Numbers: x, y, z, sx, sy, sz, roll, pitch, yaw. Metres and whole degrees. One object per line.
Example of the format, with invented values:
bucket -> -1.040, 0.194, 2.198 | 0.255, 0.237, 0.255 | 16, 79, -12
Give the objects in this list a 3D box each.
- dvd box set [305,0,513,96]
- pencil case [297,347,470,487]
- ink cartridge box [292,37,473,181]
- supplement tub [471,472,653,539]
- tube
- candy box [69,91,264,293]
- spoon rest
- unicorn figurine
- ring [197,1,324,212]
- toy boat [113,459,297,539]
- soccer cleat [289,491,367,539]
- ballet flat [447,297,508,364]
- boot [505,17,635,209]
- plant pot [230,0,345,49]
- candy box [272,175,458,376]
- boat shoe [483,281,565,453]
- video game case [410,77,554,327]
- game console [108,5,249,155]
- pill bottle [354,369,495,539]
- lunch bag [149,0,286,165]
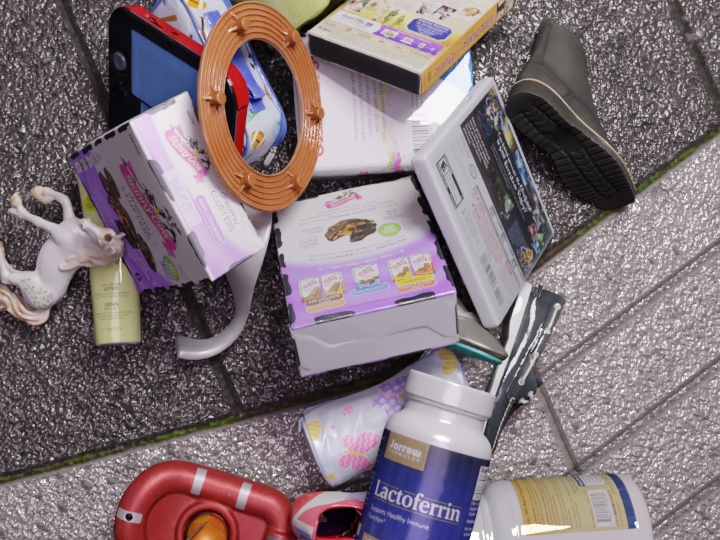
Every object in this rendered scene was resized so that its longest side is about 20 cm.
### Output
dvd box set -> 0.056, -0.268, 1.098 | 0.144, 0.030, 0.200 | 24, 50, 24
pencil case -> 0.031, 0.159, 1.135 | 0.197, 0.083, 0.092 | -26, 104, -3
ink cartridge box -> 0.023, -0.182, 1.145 | 0.195, 0.085, 0.148 | -3, 88, -5
supplement tub -> 0.203, 0.298, 1.111 | 0.195, 0.144, 0.148 | -2, 88, -3
tube -> -0.276, -0.019, 1.142 | 0.057, 0.051, 0.205 | 2, 82, -42
candy box -> -0.202, -0.072, 1.046 | 0.071, 0.199, 0.170 | -33, 103, -30
spoon rest -> -0.138, 0.011, 1.123 | 0.060, 0.100, 0.202 | 19, 112, -25
unicorn figurine -> -0.329, -0.022, 1.110 | 0.137, 0.074, 0.201 | 39, 123, 7
ring -> -0.090, -0.160, 1.010 | 0.019, 0.199, 0.205 | -1, 88, 32
toy boat -> -0.166, 0.284, 1.096 | 0.196, 0.131, 0.133 | 17, 87, -3
soccer cleat -> 0.019, 0.266, 1.115 | 0.196, 0.076, 0.068 | 0, 96, -22
ballet flat -> 0.074, 0.048, 1.113 | 0.197, 0.067, 0.065 | 12, 78, 33
boot -> 0.257, -0.180, 1.169 | 0.200, 0.077, 0.140 | 44, 51, -27
plant pot -> -0.094, -0.350, 1.102 | 0.199, 0.200, 0.186 | -36, 100, -4
candy box -> 0.000, 0.000, 1.078 | 0.164, 0.202, 0.072 | -12, 131, -3
boat shoe -> 0.176, 0.114, 1.150 | 0.059, 0.076, 0.204 | 18, 88, 3
video game case -> 0.135, -0.074, 1.091 | 0.182, 0.023, 0.202 | -50, 121, -44
game console -> -0.196, -0.163, 1.072 | 0.199, 0.031, 0.179 | 35, 130, 27
pill bottle -> 0.068, 0.211, 1.040 | 0.113, 0.116, 0.204 | 15, 85, -3
lunch bag -> -0.161, -0.194, 1.098 | 0.075, 0.159, 0.203 | -28, 91, -41
